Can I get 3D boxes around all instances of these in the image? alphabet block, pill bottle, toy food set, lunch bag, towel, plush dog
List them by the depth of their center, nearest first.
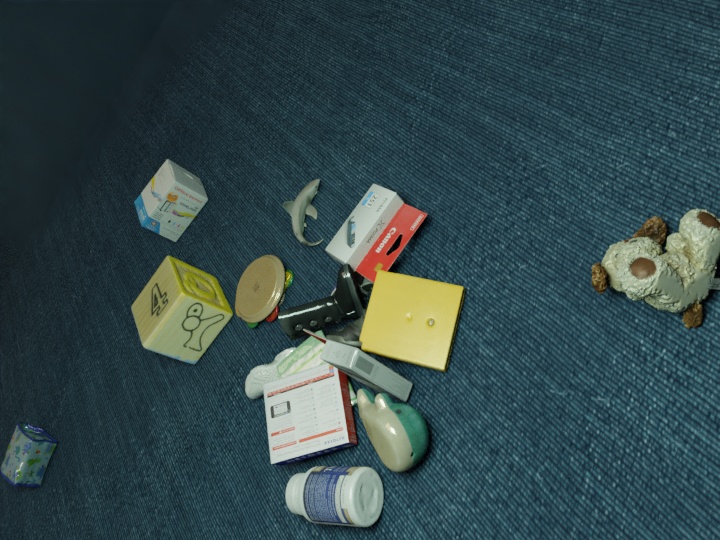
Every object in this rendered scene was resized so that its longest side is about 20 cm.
[{"bbox_3d":[0.479,-0.002,1.049,0.198,0.163,0.171,-33,29,-11],"label":"plush dog"},{"bbox_3d":[-0.058,0.461,1.309,0.197,0.110,0.114,-13,61,37],"label":"pill bottle"},{"bbox_3d":[-0.103,0.262,1.472,0.152,0.023,0.202,-39,59,9],"label":"towel"},{"bbox_3d":[-0.271,0.056,1.753,0.196,0.048,0.203,27,89,46],"label":"toy food set"},{"bbox_3d":[-0.519,0.117,1.850,0.201,0.194,0.197,-49,47,10],"label":"alphabet block"},{"bbox_3d":[-1.184,0.648,2.249,0.196,0.127,0.174,12,78,35],"label":"lunch bag"}]

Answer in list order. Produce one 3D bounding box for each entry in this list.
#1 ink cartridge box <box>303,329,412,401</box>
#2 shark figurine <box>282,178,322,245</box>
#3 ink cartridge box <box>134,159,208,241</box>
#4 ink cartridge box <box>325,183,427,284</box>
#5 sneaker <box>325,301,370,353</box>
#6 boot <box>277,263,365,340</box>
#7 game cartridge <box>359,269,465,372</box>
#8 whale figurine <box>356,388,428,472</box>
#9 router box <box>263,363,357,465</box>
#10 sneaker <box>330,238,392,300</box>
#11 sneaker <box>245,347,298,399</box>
[{"bbox_3d":[-0.012,0.198,1.322,0.174,0.199,0.046,11,70,46],"label":"ink cartridge box"},{"bbox_3d":[-0.173,-0.146,1.737,0.126,0.089,0.219,-22,54,35],"label":"shark figurine"},{"bbox_3d":[-0.643,-0.237,2.170,0.200,0.146,0.146,-47,46,14],"label":"ink cartridge box"},{"bbox_3d":[0.033,-0.088,1.461,0.202,0.045,0.175,-54,42,-6],"label":"ink cartridge box"},{"bbox_3d":[0.012,0.124,1.440,0.196,0.076,0.117,-10,61,36],"label":"sneaker"},{"bbox_3d":[-0.097,0.075,1.448,0.195,0.167,0.067,-14,43,5],"label":"boot"},{"bbox_3d":[0.107,0.102,1.341,0.195,0.032,0.181,11,77,23],"label":"game cartridge"},{"bbox_3d":[0.064,0.307,1.280,0.102,0.163,0.199,-20,27,-21],"label":"whale figurine"},{"bbox_3d":[-0.116,0.317,1.415,0.196,0.049,0.184,-19,64,19],"label":"router box"},{"bbox_3d":[0.000,0.000,1.526,0.201,0.080,0.083,-51,30,-2],"label":"sneaker"},{"bbox_3d":[-0.210,0.276,1.569,0.199,0.077,0.101,-37,52,24],"label":"sneaker"}]
